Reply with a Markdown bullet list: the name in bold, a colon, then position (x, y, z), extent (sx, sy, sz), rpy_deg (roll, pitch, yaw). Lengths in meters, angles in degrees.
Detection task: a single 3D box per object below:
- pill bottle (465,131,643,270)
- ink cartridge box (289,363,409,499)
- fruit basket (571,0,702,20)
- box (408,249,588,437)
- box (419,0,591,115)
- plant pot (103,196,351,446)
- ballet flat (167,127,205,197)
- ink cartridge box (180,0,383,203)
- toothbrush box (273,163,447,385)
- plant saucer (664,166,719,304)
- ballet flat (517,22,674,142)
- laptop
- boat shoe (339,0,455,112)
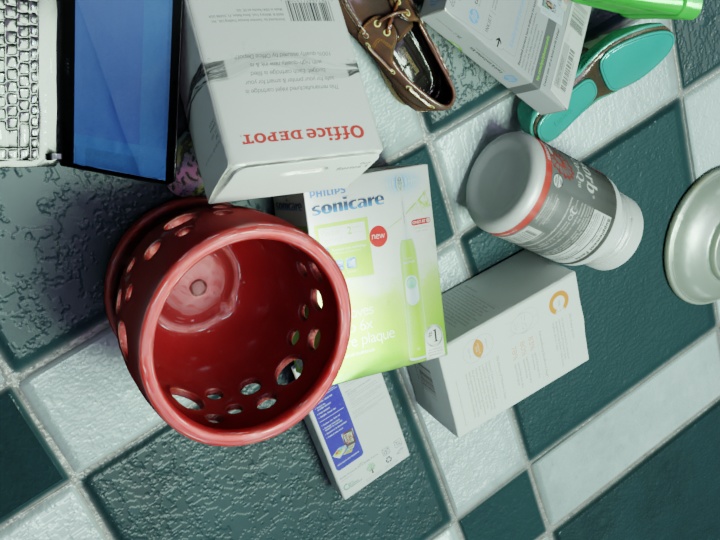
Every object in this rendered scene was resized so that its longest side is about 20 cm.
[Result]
- **pill bottle**: position (0.227, -0.073, 1.078), extent (0.198, 0.116, 0.117), rpy_deg (19, 98, -35)
- **ink cartridge box**: position (-0.015, 0.156, 1.066), extent (0.099, 0.039, 0.202), rpy_deg (-29, 121, -19)
- **fruit basket**: position (0.323, -0.368, 0.980), extent (0.213, 0.155, 0.219), rpy_deg (-5, 106, -18)
- **box**: position (0.157, 0.082, 1.105), extent (0.198, 0.097, 0.126), rpy_deg (-26, 119, -19)
- **box**: position (0.159, -0.279, 0.975), extent (0.199, 0.041, 0.158), rpy_deg (28, 70, -36)
- **plant pot**: position (-0.132, 0.031, 0.862), extent (0.198, 0.182, 0.203), rpy_deg (-11, 114, -26)
- **ballet flat**: position (-0.097, -0.135, 0.890), extent (0.199, 0.071, 0.070), rpy_deg (-37, 125, -14)
- **ink cartridge box**: position (-0.081, -0.169, 0.817), extent (0.144, 0.084, 0.203), rpy_deg (-9, 75, -27)
- **toothbrush box**: position (0.000, 0.000, 0.965), extent (0.144, 0.086, 0.203), rpy_deg (-10, 98, -27)
- **plant saucer**: position (0.508, -0.042, 1.297), extent (0.198, 0.050, 0.203), rpy_deg (-12, 114, -27)
- **ballet flat**: position (0.258, -0.225, 1.062), extent (0.199, 0.071, 0.068), rpy_deg (-37, 135, 0)
- **laptop**: position (-0.258, -0.161, 0.763), extent (0.198, 0.103, 0.180), rpy_deg (-7, 111, -36)
- **boat shoe**: position (0.032, -0.240, 0.929), extent (0.070, 0.070, 0.200), rpy_deg (-47, 123, -6)
